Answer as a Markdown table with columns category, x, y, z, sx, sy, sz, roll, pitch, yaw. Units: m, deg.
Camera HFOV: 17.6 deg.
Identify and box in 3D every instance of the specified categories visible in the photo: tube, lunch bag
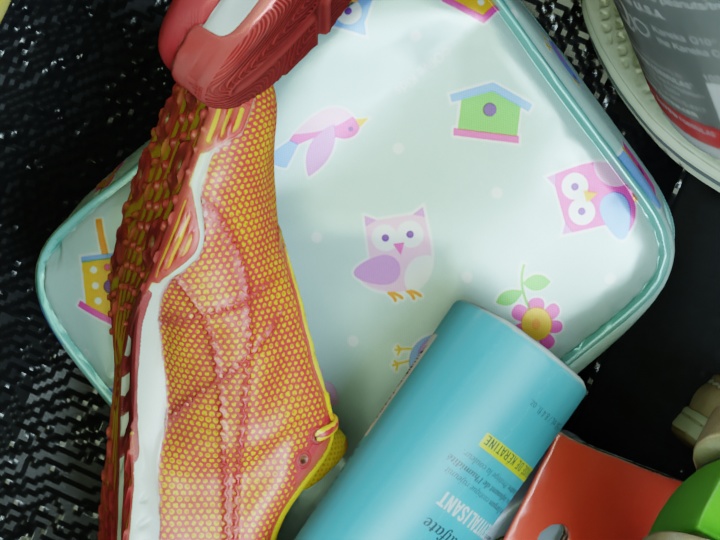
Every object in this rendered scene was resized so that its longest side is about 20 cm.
| category | x | y | z | sx | sy | sz | roll | pitch | yaw |
| --- | --- | --- | --- | --- | --- | --- | --- | --- | --- |
| tube | -0.006 | 0.104 | 0.725 | 0.050 | 0.077 | 0.200 | 30 | 83 | 45 |
| lunch bag | 0.000 | 0.000 | 0.798 | 0.200 | 0.077 | 0.161 | -38 | 96 | 11 |

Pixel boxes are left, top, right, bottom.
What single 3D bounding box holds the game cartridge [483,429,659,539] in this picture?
| category | x | y | z | sx | sy | sz | roll | pitch | yaw |
| --- | --- | --- | --- | --- | --- | --- | --- | --- | --- |
| game cartridge | 0.036 | 0.152 | 0.801 | 0.133 | 0.042 | 0.200 | 40 | 99 | -23 |

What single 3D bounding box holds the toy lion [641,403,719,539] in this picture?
| category | x | y | z | sx | sy | sz | roll | pitch | yaw |
| --- | --- | --- | --- | --- | --- | --- | --- | --- | --- |
| toy lion | 0.166 | 0.141 | 0.677 | 0.200 | 0.192 | 0.069 | 27 | 62 | 11 |

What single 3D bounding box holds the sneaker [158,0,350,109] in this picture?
| category | x | y | z | sx | sy | sz | roll | pitch | yaw |
| --- | --- | --- | --- | --- | --- | --- | --- | --- | --- |
| sneaker | -0.032 | -0.150 | 0.682 | 0.115 | 0.078 | 0.200 | 29 | 70 | 5 |

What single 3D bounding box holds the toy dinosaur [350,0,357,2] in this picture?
| category | x | y | z | sx | sy | sz | roll | pitch | yaw |
| --- | --- | --- | --- | --- | --- | --- | --- | --- | --- |
| toy dinosaur | 0.018 | -0.160 | 0.749 | 0.135 | 0.200 | 0.102 | 25 | 133 | 11 |

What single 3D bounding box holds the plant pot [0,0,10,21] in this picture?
| category | x | y | z | sx | sy | sz | roll | pitch | yaw |
| --- | --- | --- | --- | --- | --- | --- | --- | --- | --- |
| plant pot | -0.238 | -0.135 | 0.766 | 0.189 | 0.201 | 0.201 | 32 | 99 | 19 |

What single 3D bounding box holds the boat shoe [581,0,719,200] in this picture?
| category | x | y | z | sx | sy | sz | roll | pitch | yaw |
| --- | --- | --- | --- | --- | --- | --- | --- | --- | --- |
| boat shoe | 0.153 | -0.041 | 0.783 | 0.200 | 0.062 | 0.075 | 42 | 85 | 16 |

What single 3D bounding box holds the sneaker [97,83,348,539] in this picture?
| category | x | y | z | sx | sy | sz | roll | pitch | yaw |
| --- | --- | --- | --- | --- | --- | --- | --- | --- | --- |
| sneaker | -0.041 | 0.027 | 0.742 | 0.077 | 0.073 | 0.201 | 1 | 107 | -16 |

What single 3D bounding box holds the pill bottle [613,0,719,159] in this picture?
| category | x | y | z | sx | sy | sz | roll | pitch | yaw |
| --- | --- | --- | --- | --- | --- | --- | --- | --- | --- |
| pill bottle | 0.111 | -0.134 | 0.670 | 0.114 | 0.114 | 0.200 | -22 | 132 | 9 |

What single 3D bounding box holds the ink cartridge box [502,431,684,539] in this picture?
| category | x | y | z | sx | sy | sz | roll | pitch | yaw |
| --- | --- | --- | --- | --- | --- | --- | --- | --- | --- |
| ink cartridge box | 0.132 | 0.138 | 0.768 | 0.200 | 0.050 | 0.109 | 22 | 99 | -23 |

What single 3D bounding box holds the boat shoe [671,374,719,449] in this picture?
| category | x | y | z | sx | sy | sz | roll | pitch | yaw |
| --- | --- | --- | --- | --- | --- | --- | --- | --- | --- |
| boat shoe | 0.205 | 0.069 | 0.786 | 0.200 | 0.074 | 0.067 | 21 | 94 | -5 |
